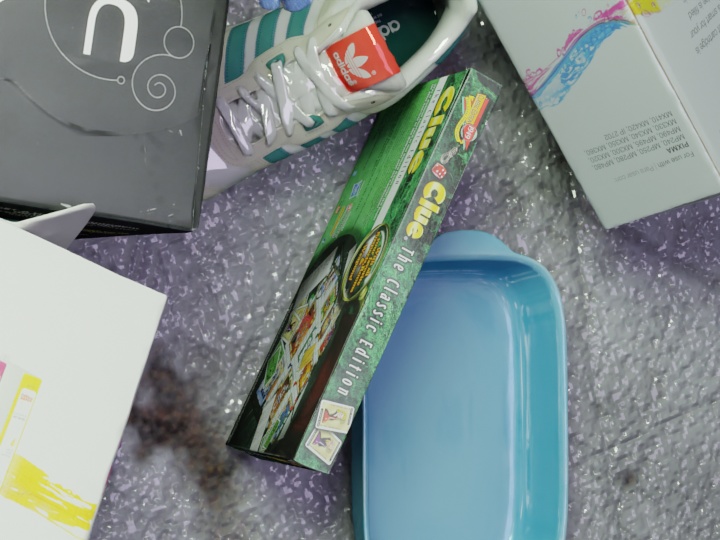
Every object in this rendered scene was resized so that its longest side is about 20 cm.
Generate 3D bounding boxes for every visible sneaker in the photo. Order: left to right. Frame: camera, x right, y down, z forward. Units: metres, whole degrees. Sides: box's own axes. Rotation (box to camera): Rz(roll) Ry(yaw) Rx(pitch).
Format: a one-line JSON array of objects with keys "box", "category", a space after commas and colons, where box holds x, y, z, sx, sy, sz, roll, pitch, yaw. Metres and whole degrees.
[{"box": [-0.030, -0.094, 0.921, 0.199, 0.093, 0.071, -31, 101, -20], "category": "sneaker"}]

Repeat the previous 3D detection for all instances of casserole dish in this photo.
[{"box": [0.046, 0.080, 0.976, 0.121, 0.039, 0.201, -1, 90, -28], "category": "casserole dish"}]

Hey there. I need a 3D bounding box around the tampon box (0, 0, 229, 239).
[{"box": [-0.159, -0.085, 0.810, 0.149, 0.200, 0.127, 8, 86, -23], "category": "tampon box"}]

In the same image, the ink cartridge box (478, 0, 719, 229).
[{"box": [0.137, -0.143, 0.969, 0.146, 0.083, 0.200, -42, 107, -46], "category": "ink cartridge box"}]

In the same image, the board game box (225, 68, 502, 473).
[{"box": [0.000, 0.000, 0.927, 0.023, 0.105, 0.201, 28, 80, -16], "category": "board game box"}]

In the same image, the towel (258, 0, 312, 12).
[{"box": [-0.054, -0.191, 0.760, 0.024, 0.200, 0.147, -18, 114, 1], "category": "towel"}]

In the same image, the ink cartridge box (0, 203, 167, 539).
[{"box": [-0.166, 0.069, 0.703, 0.125, 0.129, 0.201, 26, 56, -16], "category": "ink cartridge box"}]
